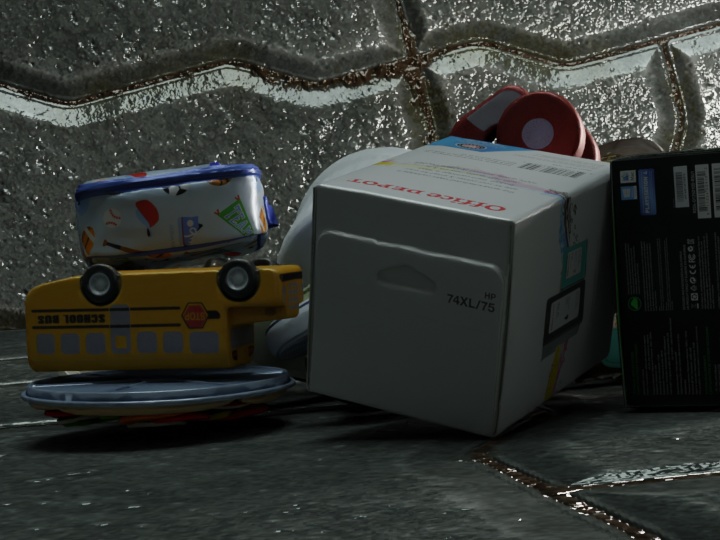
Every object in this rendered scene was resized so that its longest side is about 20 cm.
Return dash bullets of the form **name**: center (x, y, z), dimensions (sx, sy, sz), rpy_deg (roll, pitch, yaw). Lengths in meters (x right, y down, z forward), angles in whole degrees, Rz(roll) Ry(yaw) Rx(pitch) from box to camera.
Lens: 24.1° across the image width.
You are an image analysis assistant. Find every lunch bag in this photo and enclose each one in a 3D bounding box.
- **lunch bag**: center (-0.146, -0.042, 1.363), dimensions (0.159, 0.076, 0.200), rpy_deg (-10, -1, -5)

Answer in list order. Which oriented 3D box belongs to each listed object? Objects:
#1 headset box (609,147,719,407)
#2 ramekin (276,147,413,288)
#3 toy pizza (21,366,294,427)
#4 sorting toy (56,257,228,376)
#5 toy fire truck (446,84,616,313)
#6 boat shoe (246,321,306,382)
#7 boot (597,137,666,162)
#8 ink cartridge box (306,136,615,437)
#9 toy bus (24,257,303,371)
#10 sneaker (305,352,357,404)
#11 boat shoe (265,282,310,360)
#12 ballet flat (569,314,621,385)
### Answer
- **headset box**: center (0.260, 0.001, 1.213), dimensions (0.092, 0.175, 0.200), rpy_deg (-3, 2, 29)
- **ramekin**: center (0.022, 0.003, 1.475), dimensions (0.199, 0.201, 0.098), rpy_deg (-4, 23, 21)
- **toy pizza**: center (-0.147, 0.095, 1.241), dimensions (0.199, 0.032, 0.200), rpy_deg (-2, 2, 0)
- **sorting toy**: center (-0.149, 0.071, 1.468), dimensions (0.199, 0.107, 0.180), rpy_deg (-14, -16, 32)
- **toy fire truck**: center (0.125, -0.032, 1.291), dimensions (0.168, 0.200, 0.112), rpy_deg (-36, -15, 8)
- **boat shoe**: center (-0.067, 0.053, 1.384), dimensions (0.201, 0.072, 0.060), rpy_deg (24, -11, -38)
- **boot**: center (0.233, -0.062, 1.485), dimensions (0.186, 0.065, 0.200), rpy_deg (-4, -19, 42)
- **ink cartridge box**: center (0.075, 0.003, 1.152), dimensions (0.146, 0.147, 0.200), rpy_deg (12, 18, 28)
- **toy bus**: center (-0.144, 0.032, 1.242), dimensions (0.199, 0.079, 0.065), rpy_deg (-2, 1, 15)
- **sneaker**: center (0.010, 0.072, 1.292), dimensions (0.086, 0.081, 0.200), rpy_deg (-27, -11, 28)
- **boat shoe**: center (0.000, 0.000, 1.354), dimensions (0.200, 0.062, 0.072), rpy_deg (-33, -16, -19)
- **ballet flat**: center (0.174, 0.062, 1.367), dimensions (0.199, 0.076, 0.064), rpy_deg (5, -12, -18)
